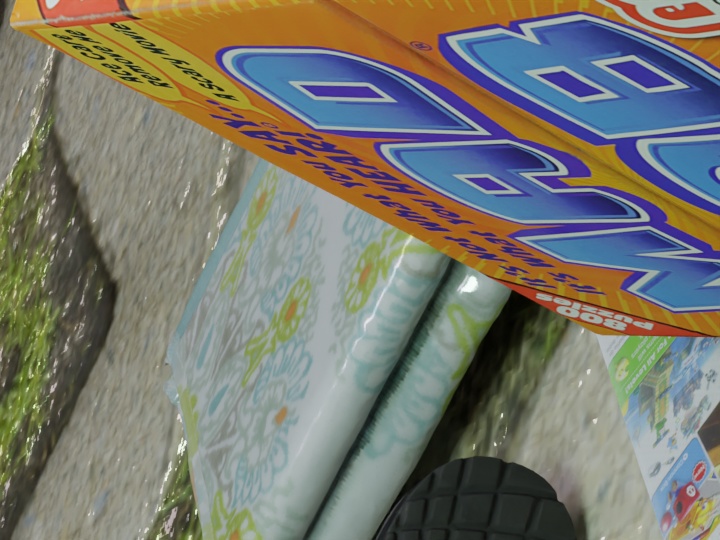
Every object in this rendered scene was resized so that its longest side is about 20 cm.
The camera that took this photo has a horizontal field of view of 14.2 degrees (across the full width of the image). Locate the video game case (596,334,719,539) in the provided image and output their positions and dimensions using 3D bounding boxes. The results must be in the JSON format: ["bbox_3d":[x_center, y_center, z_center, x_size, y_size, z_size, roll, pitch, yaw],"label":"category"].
[{"bbox_3d":[0.112,-0.016,0.760,0.143,0.018,0.200,-54,28,28],"label":"video game case"}]

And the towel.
[{"bbox_3d":[0.000,0.000,0.927,0.200,0.048,0.171,-62,21,20],"label":"towel"}]

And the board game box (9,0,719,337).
[{"bbox_3d":[0.084,-0.110,0.623,0.200,0.200,0.200,-1,69,47],"label":"board game box"}]

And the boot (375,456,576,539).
[{"bbox_3d":[-0.007,0.154,0.813,0.132,0.070,0.200,-28,42,62],"label":"boot"}]
